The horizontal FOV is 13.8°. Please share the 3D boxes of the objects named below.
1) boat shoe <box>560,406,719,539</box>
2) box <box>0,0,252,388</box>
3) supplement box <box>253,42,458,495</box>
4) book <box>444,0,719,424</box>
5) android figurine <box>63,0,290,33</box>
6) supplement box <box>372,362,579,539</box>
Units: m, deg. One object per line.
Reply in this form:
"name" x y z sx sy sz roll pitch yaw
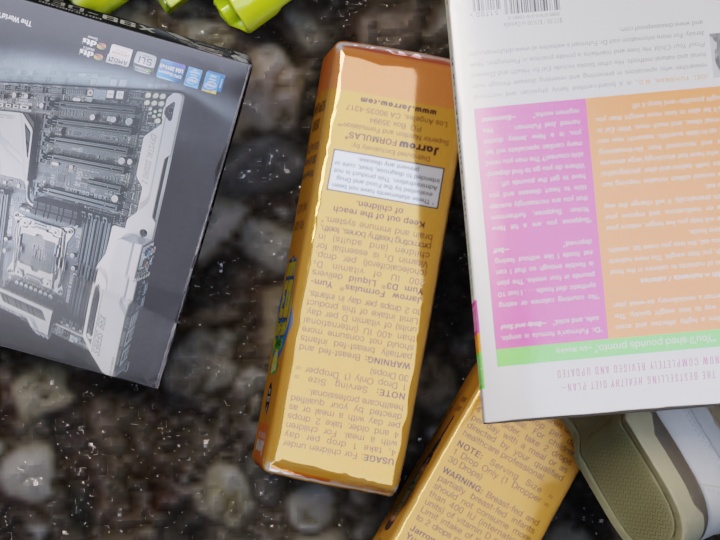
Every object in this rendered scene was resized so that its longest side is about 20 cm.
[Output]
"boat shoe" 0.116 0.029 1.344 0.068 0.075 0.200 -23 87 -34
"box" -0.166 -0.049 1.356 0.200 0.050 0.158 16 98 -6
"supplement box" 0.000 0.000 1.372 0.069 0.067 0.200 8 87 -6
"book" 0.109 -0.038 1.281 0.133 0.048 0.200 -4 85 0
"android figurine" -0.073 -0.206 1.390 0.200 0.041 0.182 -34 92 -4
"supplement box" 0.037 0.139 1.380 0.069 0.067 0.200 28 86 -5
